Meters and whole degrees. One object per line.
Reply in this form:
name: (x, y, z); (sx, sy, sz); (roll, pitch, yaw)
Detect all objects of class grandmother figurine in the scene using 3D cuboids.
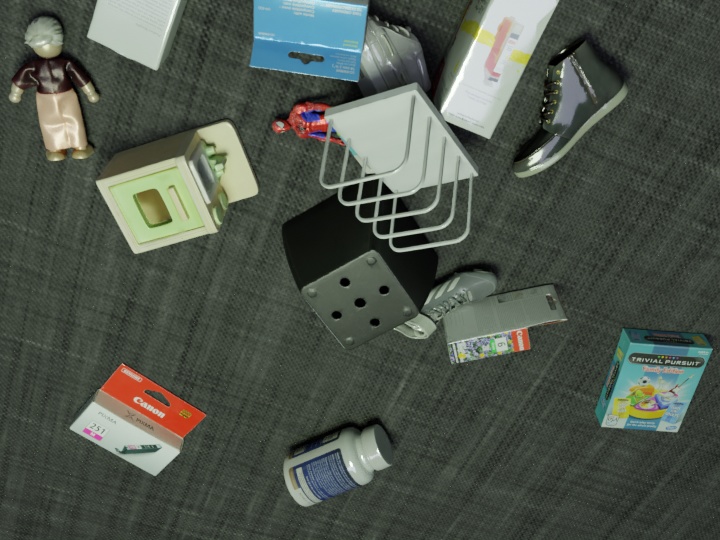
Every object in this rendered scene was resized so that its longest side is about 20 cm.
grandmother figurine: (-0.445, -0.263, 1.044); (0.120, 0.061, 0.202); (-12, 122, -25)

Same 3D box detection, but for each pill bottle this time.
pill bottle: (-0.041, 0.373, 1.399); (0.199, 0.111, 0.111); (-26, 118, 16)

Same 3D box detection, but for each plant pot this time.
plant pot: (0.000, 0.000, 1.130); (0.198, 0.178, 0.201); (-28, 117, 16)

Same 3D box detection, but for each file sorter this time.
file sorter: (0.054, -0.125, 0.965); (0.138, 0.126, 0.200); (-8, 151, 31)

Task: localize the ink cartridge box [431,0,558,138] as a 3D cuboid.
ink cartridge box: (0.173, -0.302, 0.960); (0.083, 0.146, 0.201); (20, 120, -10)

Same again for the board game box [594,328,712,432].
board game box: (0.535, 0.205, 1.328); (0.149, 0.047, 0.202); (4, 122, -2)

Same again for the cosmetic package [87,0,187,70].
cosmetic package: (-0.278, -0.385, 0.954); (0.101, 0.071, 0.201); (24, 119, -13)

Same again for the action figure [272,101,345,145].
action figure: (-0.033, -0.221, 1.067); (0.198, 0.052, 0.066); (-3, 138, 5)

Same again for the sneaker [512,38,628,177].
sneaker: (0.278, -0.235, 1.050); (0.106, 0.075, 0.200); (42, 104, -17)

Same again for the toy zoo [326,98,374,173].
toy zoo: (0.047, -0.190, 1.042); (0.130, 0.021, 0.200); (-9, 159, 19)

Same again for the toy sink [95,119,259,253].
toy sink: (-0.270, -0.125, 1.091); (0.198, 0.112, 0.131); (-14, 121, 9)

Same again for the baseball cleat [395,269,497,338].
baseball cleat: (0.137, 0.063, 1.209); (0.198, 0.107, 0.070); (-15, 134, 15)

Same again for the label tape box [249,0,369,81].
label tape box: (-0.057, -0.350, 0.904); (0.143, 0.202, 0.063); (7, 163, -3)

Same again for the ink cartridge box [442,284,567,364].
ink cartridge box: (0.242, 0.090, 1.222); (0.198, 0.109, 0.051); (-12, 121, 8)

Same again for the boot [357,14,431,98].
boot: (0.024, -0.323, 1.003); (0.095, 0.073, 0.201); (-31, 106, -16)

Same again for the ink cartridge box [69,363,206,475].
ink cartridge box: (-0.428, 0.293, 1.394); (0.199, 0.044, 0.174); (37, 117, -20)
